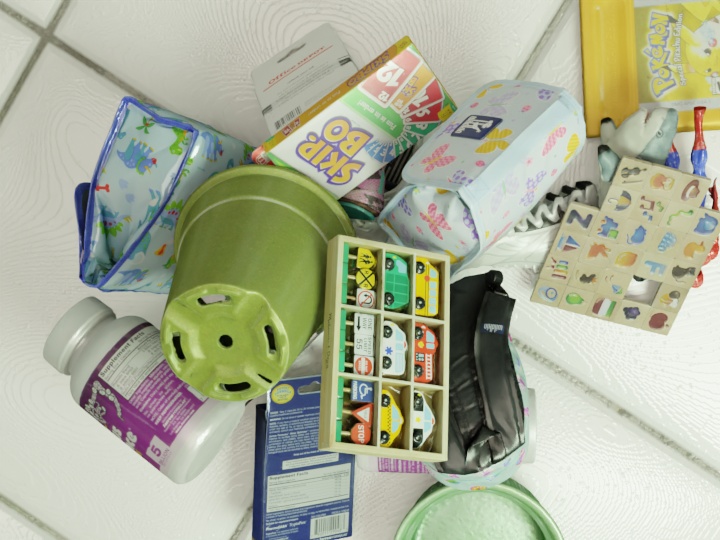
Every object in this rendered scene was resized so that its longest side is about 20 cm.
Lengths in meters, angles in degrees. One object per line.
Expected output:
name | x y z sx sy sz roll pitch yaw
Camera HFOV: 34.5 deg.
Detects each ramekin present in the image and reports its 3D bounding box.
ramekin | 0.133 0.324 1.308 0.197 0.098 0.203 0 95 5

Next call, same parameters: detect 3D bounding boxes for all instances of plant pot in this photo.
plant pot | -0.109 0.027 1.120 0.198 0.190 0.202 3 117 6

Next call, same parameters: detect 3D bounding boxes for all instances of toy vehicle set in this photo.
toy vehicle set | 0.025 0.075 1.100 0.123 0.026 0.202 9 73 -25

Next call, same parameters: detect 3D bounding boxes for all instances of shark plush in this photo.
shark plush | 0.301 -0.076 1.250 0.082 0.091 0.202 0 106 14

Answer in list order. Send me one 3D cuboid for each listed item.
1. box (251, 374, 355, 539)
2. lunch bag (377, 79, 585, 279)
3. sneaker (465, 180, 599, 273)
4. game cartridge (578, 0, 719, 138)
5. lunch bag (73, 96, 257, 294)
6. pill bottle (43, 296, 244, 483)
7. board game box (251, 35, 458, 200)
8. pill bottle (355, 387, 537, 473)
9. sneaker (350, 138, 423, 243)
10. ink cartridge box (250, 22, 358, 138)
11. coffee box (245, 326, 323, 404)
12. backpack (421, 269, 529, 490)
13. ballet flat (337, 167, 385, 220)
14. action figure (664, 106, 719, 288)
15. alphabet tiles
box | -0.062 0.212 1.311 0.120 0.032 0.202 -3 104 -31
lunch bag | 0.122 -0.097 1.160 0.127 0.200 0.170 46 71 -1
sneaker | 0.180 -0.029 1.295 0.198 0.075 0.082 -21 101 7
game cartridge | 0.344 -0.241 1.280 0.197 0.032 0.179 -4 94 5
lunch bag | -0.217 -0.070 1.268 0.127 0.170 0.202 24 96 23
pill bottle | -0.228 0.119 1.202 0.199 0.112 0.113 36 97 10
board game box | -0.007 -0.140 1.171 0.199 0.030 0.096 -34 126 11
pill bottle | 0.096 0.170 1.293 0.197 0.112 0.114 0 94 5
sneaker | 0.011 -0.082 1.302 0.072 0.071 0.202 21 97 3
ink cartridge box | -0.046 -0.182 1.271 0.115 0.201 0.068 -31 126 7
coffee box | -0.136 0.104 1.310 0.200 0.113 0.080 -43 89 6
backpack | 0.105 0.120 1.185 0.165 0.127 0.202 -21 66 8
ballet flat | -0.043 -0.091 1.283 0.069 0.199 0.072 34 68 -38
action figure | 0.362 -0.077 1.275 0.065 0.052 0.202 -5 104 12
alphabet tiles | 0.293 -0.027 1.254 0.165 0.008 0.201 14 123 -5
